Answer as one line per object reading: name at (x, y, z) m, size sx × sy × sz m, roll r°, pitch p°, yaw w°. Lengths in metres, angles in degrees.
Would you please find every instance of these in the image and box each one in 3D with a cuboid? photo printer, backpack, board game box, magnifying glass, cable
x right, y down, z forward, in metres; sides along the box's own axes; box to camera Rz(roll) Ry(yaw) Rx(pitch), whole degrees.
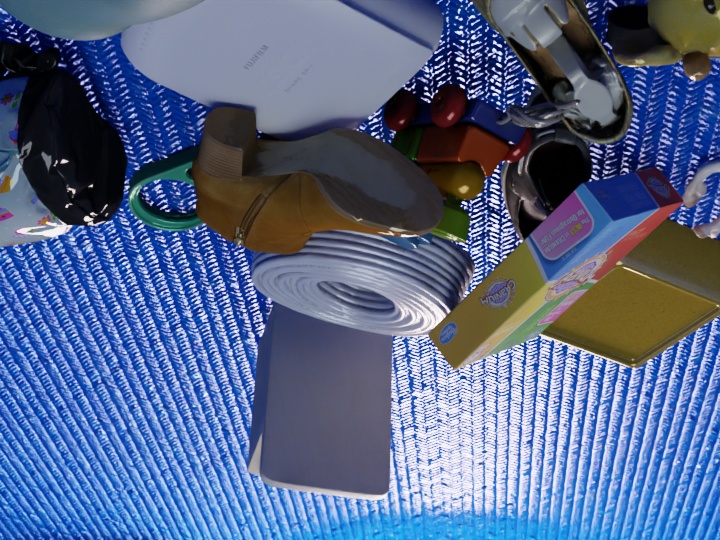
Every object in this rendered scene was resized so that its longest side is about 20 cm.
photo printer at (-0.065, -0.177, 0.914) m, size 0.199 × 0.070 × 0.166 m, roll 23°, pitch 141°, yaw -28°
backpack at (-0.306, -0.089, 1.007) m, size 0.198 × 0.128 × 0.167 m, roll -2°, pitch 149°, yaw 12°
board game box at (0.167, -0.003, 1.076) m, size 0.152 × 0.040 × 0.200 m, roll -15°, pitch 153°, yaw -53°
magnifying glass at (-0.138, -0.091, 1.089) m, size 0.079 × 0.023 × 0.200 m, roll 22°, pitch 140°, yaw -26°
cable at (0.000, 0.000, 1.129) m, size 0.199 × 0.070 × 0.200 m, roll 1°, pitch 157°, yaw 38°

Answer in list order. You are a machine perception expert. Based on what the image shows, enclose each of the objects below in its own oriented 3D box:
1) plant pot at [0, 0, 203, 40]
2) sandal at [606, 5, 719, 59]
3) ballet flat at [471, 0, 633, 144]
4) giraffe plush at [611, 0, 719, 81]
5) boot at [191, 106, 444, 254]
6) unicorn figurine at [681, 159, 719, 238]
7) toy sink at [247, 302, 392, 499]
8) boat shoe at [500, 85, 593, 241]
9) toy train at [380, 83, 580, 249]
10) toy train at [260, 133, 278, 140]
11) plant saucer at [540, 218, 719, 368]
plant pot at (-0.146, -0.232, 0.743) m, size 0.199 × 0.202 × 0.188 m, roll 20°, pitch 156°, yaw -25°
sandal at (0.278, -0.179, 0.899) m, size 0.198 × 0.076 × 0.043 m, roll 0°, pitch 120°, yaw 1°
ballet flat at (0.138, -0.165, 0.899) m, size 0.070 × 0.071 × 0.200 m, roll -21°, pitch 129°, yaw 30°
giraffe plush at (0.207, -0.204, 0.777) m, size 0.172 × 0.163 × 0.199 m, roll -27°, pitch 136°, yaw 35°
boot at (-0.037, -0.051, 0.983) m, size 0.199 × 0.071 × 0.144 m, roll 21°, pitch 153°, yaw 5°
unicorn figurine at (0.345, -0.072, 1.060) m, size 0.199 × 0.074 × 0.137 m, roll 11°, pitch 138°, yaw -39°
toy sink at (-0.043, 0.152, 1.281) m, size 0.129 × 0.202 × 0.112 m, roll 9°, pitch 145°, yaw -11°
boat shoe at (0.158, -0.074, 1.060) m, size 0.071 × 0.068 × 0.201 m, roll 0°, pitch 147°, yaw 0°
toy train at (0.081, -0.073, 0.954) m, size 0.084 × 0.117 × 0.199 m, roll 23°, pitch 172°, yaw -29°
toy train at (-0.012, -0.066, 1.107) m, size 0.199 × 0.034 × 0.046 m, roll 26°, pitch 142°, yaw -31°
plant saucer at (0.257, 0.028, 1.220) m, size 0.199 × 0.049 × 0.200 m, roll 19°, pitch 141°, yaw -24°
